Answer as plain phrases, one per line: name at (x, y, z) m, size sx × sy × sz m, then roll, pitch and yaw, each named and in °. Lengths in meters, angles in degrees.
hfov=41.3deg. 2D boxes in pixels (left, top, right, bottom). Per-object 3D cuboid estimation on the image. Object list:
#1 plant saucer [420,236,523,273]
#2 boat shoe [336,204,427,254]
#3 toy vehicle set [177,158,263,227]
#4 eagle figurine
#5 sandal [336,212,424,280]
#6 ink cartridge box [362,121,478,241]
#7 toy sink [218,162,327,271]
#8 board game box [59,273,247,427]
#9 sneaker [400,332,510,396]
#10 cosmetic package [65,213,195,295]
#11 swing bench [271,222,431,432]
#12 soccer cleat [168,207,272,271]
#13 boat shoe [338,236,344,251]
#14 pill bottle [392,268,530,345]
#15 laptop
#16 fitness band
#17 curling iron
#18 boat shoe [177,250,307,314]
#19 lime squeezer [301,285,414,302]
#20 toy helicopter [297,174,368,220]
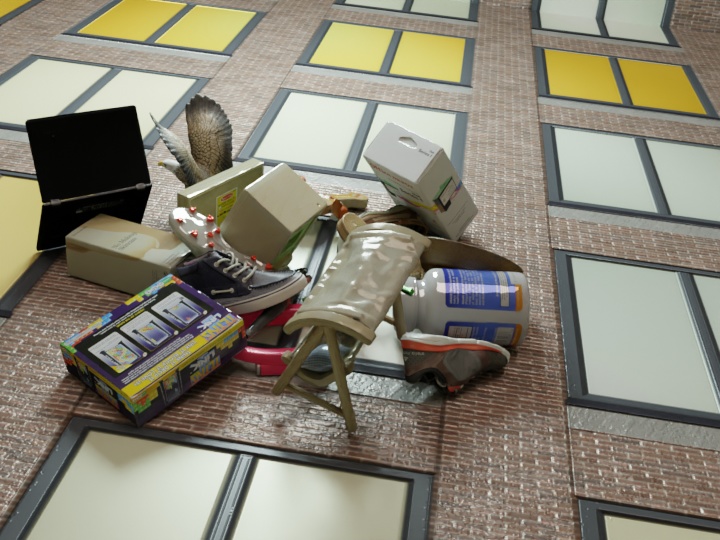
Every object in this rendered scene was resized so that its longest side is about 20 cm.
plant saucer at (0.165, -0.005, 1.555) m, size 0.197 × 0.036 × 0.200 m, roll 16°, pitch -9°, yaw 2°
boat shoe at (0.044, -0.063, 1.680) m, size 0.073 × 0.077 × 0.199 m, roll 31°, pitch 39°, yaw 32°
toy vehicle set at (-0.239, -0.104, 1.649) m, size 0.026 × 0.126 × 0.199 m, roll 21°, pitch 33°, yaw 26°
eagle figurine at (-0.303, -0.196, 1.718) m, size 0.148 × 0.203 × 0.152 m, roll 0°, pitch 30°, yaw -12°
sandal at (0.057, -0.021, 1.504) m, size 0.212 × 0.070 × 0.078 m, roll 44°, pitch 38°, yaw -4°
ink cartridge box at (0.110, -0.158, 1.725) m, size 0.144 × 0.200 × 0.084 m, roll 32°, pitch 79°, yaw 38°
toy sink at (-0.162, -0.052, 1.562) m, size 0.112 × 0.201 × 0.130 m, roll 42°, pitch 35°, yaw 3°
board game box at (-0.283, 0.104, 1.318) m, size 0.164 × 0.057 × 0.199 m, roll 29°, pitch 48°, yaw 32°
sneaker at (0.131, 0.137, 1.366) m, size 0.197 × 0.084 × 0.077 m, roll 9°, pitch -6°, yaw -35°
cosmetic package at (-0.362, -0.020, 1.534) m, size 0.197 × 0.072 × 0.105 m, roll 15°, pitch 30°, yaw 15°
swing bench at (-0.012, 0.062, 1.270) m, size 0.128 × 0.202 × 0.200 m, roll 23°, pitch 45°, yaw 13°
soccer cleat at (-0.224, -0.020, 1.491) m, size 0.199 × 0.078 × 0.069 m, roll 37°, pitch 40°, yaw 3°
boat shoe at (0.000, 0.000, 1.543) m, size 0.059 × 0.072 × 0.202 m, roll 13°, pitch 46°, yaw -17°
pill bottle at (0.150, 0.055, 1.454) m, size 0.196 × 0.114 × 0.113 m, roll 3°, pitch 29°, yaw -5°
laptop at (-0.455, -0.152, 1.588) m, size 0.185 × 0.201 × 0.117 m, roll -15°, pitch 63°, yaw -32°
fitness band at (-0.110, 0.099, 1.413) m, size 0.196 × 0.038 × 0.144 m, roll -2°, pitch 28°, yaw -14°
curling iron at (-0.126, 0.051, 1.441) m, size 0.049 × 0.026 × 0.200 m, roll -8°, pitch 26°, yaw 26°
boat shoe at (-0.181, 0.011, 1.415) m, size 0.197 × 0.094 × 0.075 m, roll -16°, pitch 16°, yaw 17°
lime squeezer at (0.006, 0.023, 1.439) m, size 0.197 × 0.038 × 0.071 m, roll -5°, pitch 49°, yaw 33°
toy helicopter at (-0.053, -0.127, 1.778) m, size 0.131 × 0.080 × 0.198 m, roll 24°, pitch 21°, yaw 40°
